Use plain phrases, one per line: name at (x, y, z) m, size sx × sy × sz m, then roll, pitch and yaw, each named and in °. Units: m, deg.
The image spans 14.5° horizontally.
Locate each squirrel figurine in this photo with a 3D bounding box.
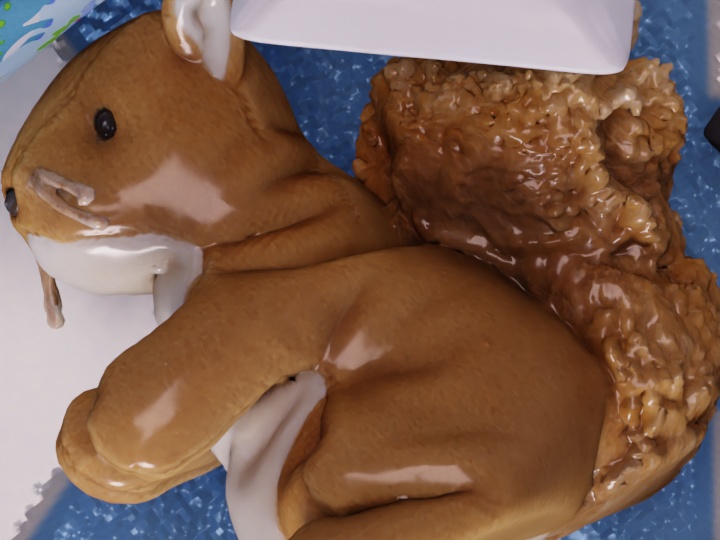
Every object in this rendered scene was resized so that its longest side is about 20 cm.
squirrel figurine at (0.000, 0.000, 0.807) m, size 0.200 × 0.142 × 0.187 m, roll -28°, pitch 74°, yaw -12°

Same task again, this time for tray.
tray at (0.029, -0.137, 0.799) m, size 0.107 × 0.022 × 0.200 m, roll 5°, pitch 49°, yaw 5°

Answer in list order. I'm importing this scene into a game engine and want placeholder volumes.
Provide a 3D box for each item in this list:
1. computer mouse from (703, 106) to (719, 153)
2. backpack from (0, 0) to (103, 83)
computer mouse at (0.200, -0.031, 0.786) m, size 0.199 × 0.140 × 0.046 m, roll -9°, pitch 104°, yaw 3°
backpack at (-0.129, -0.102, 0.764) m, size 0.200 × 0.163 × 0.154 m, roll -20°, pitch 92°, yaw -34°
